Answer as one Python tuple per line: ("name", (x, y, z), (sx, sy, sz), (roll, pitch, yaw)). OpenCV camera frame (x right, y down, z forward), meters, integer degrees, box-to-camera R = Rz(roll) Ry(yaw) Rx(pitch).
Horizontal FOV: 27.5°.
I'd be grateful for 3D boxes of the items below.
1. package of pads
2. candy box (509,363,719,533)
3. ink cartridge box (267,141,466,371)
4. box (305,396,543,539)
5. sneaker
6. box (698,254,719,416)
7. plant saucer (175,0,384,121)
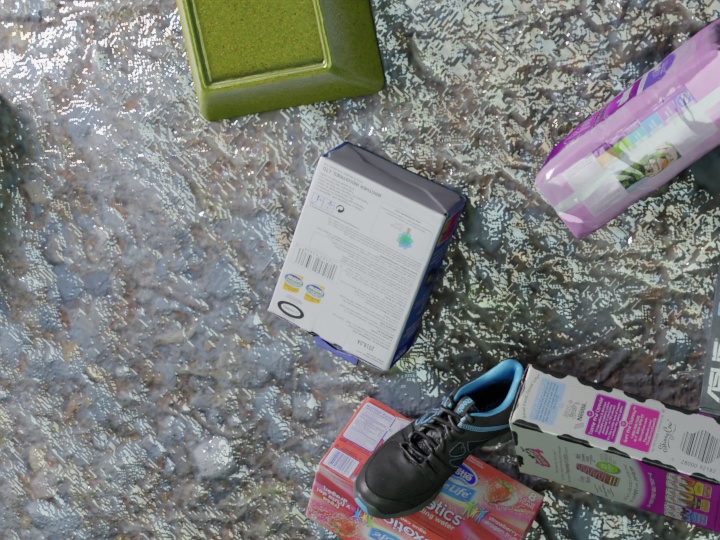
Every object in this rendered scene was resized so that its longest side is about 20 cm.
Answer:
("package of pads", (0.246, -0.120, 1.232), (0.199, 0.121, 0.076), (-38, 95, 26))
("candy box", (0.238, 0.160, 1.309), (0.198, 0.137, 0.061), (15, 67, 17))
("ink cartridge box", (0.000, 0.000, 1.391), (0.136, 0.076, 0.202), (26, 112, 14))
("box", (0.060, 0.225, 1.406), (0.199, 0.103, 0.095), (28, 140, 12))
("sneaker", (0.074, 0.147, 1.345), (0.073, 0.199, 0.082), (44, 157, 26))
("box", (0.378, 0.033, 1.232), (0.160, 0.049, 0.202), (9, 92, 26))
("plant saucer", (-0.092, -0.247, 1.373), (0.198, 0.048, 0.202), (-7, 102, 23))
